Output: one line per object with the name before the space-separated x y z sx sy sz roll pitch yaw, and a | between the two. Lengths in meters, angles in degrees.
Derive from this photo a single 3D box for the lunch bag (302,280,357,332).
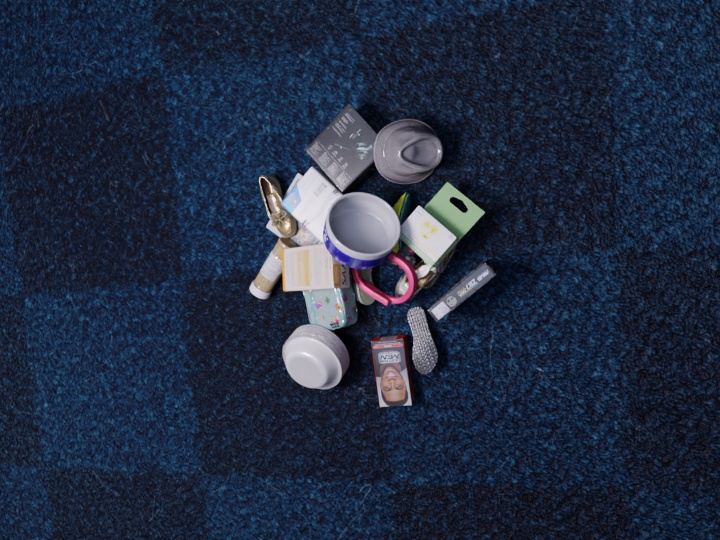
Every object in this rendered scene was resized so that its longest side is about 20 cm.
lunch bag | -0.098 0.085 1.575 0.160 0.077 0.200 -11 90 37

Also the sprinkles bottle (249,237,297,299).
sprinkles bottle | -0.269 -0.006 1.622 0.068 0.068 0.200 38 111 9

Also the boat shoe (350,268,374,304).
boat shoe | 0.000 0.000 1.564 0.072 0.061 0.201 -6 94 -23

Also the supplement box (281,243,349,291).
supplement box | -0.129 -0.007 1.495 0.200 0.073 0.126 -4 87 38

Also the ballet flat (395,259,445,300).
ballet flat | 0.156 0.024 1.493 0.072 0.072 0.200 48 121 6

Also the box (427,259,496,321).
box | 0.282 0.053 1.445 0.200 0.161 0.049 -42 85 13

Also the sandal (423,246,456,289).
sandal | 0.216 -0.036 1.509 0.080 0.054 0.200 27 101 11

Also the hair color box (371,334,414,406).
hair color box | 0.098 0.299 1.568 0.101 0.061 0.200 -8 94 15

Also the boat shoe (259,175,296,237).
boat shoe | -0.257 -0.192 1.594 0.073 0.063 0.200 -26 88 14

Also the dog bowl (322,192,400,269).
dog bowl | 0.002 -0.106 1.404 0.200 0.079 0.200 7 60 -12

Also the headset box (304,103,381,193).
headset box | -0.026 -0.353 1.525 0.200 0.093 0.174 -43 83 14

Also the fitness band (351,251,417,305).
fitness band | 0.067 0.012 1.477 0.200 0.037 0.144 32 113 20

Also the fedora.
fedora | 0.145 -0.322 1.436 0.200 0.090 0.177 -2 105 -23

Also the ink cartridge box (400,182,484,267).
ink cartridge box | 0.212 -0.127 1.418 0.146 0.048 0.200 45 101 22

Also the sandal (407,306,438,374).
sandal | 0.187 0.204 1.549 0.075 0.048 0.201 -10 80 17

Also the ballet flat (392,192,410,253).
ballet flat | 0.101 -0.129 1.529 0.067 0.067 0.200 9 99 22

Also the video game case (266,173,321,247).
video game case | -0.169 -0.167 1.618 0.182 0.023 0.200 35 102 10

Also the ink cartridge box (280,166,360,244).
ink cartridge box | -0.107 -0.182 1.542 0.200 0.086 0.146 43 103 3

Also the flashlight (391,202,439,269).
flashlight | 0.169 -0.090 1.486 0.068 0.068 0.200 29 88 -15

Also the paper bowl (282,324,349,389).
paper bowl | -0.141 0.270 1.570 0.200 0.104 0.201 12 123 19
